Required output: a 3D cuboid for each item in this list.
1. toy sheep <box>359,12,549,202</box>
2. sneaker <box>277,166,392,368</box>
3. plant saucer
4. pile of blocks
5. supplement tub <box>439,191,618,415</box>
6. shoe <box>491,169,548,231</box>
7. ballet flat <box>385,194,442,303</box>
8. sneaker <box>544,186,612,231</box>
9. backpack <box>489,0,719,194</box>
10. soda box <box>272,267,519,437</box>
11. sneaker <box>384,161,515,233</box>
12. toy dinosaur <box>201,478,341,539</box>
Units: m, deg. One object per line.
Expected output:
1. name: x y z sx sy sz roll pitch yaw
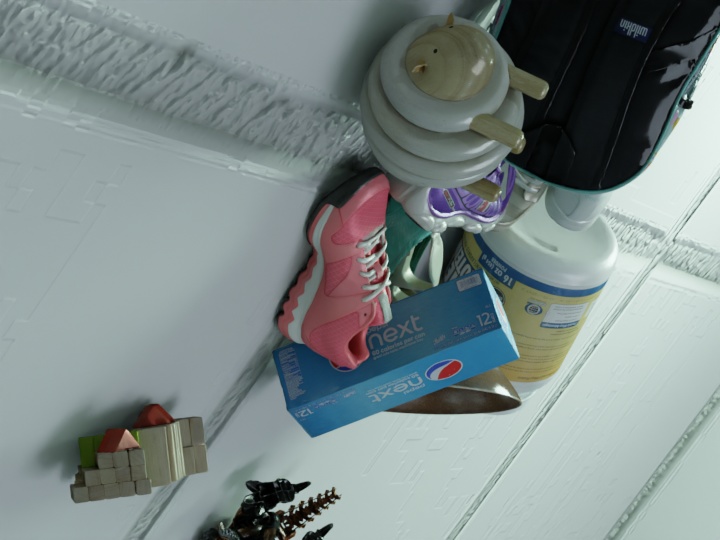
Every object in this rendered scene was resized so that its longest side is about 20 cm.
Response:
1. toy sheep: 0.063 -0.121 1.552 0.138 0.138 0.200 -41 166 -26
2. sneaker: 0.000 0.000 1.691 0.074 0.087 0.200 -34 154 -42
3. plant saucer: 0.051 0.105 1.900 0.200 0.200 0.035 36 56 -71
4. pile of blocks: -0.180 0.139 1.605 0.200 0.082 0.062 -3 86 -77
5. supplement tub: 0.148 0.027 1.984 0.145 0.145 0.200 -28 150 -49
6. shoe: 0.155 -0.123 1.831 0.053 0.070 0.200 -104 -142 -71
7. ballet flat: 0.031 0.010 1.802 0.067 0.070 0.200 -36 156 -40
8. sneaker: 0.227 -0.136 1.861 0.089 0.075 0.201 129 -23 -62
9. backpack: 0.183 -0.163 1.648 0.153 0.175 0.200 -21 134 -87
10. soda box: 0.030 0.073 1.773 0.199 0.064 0.068 -21 149 8
11. sneaker: 0.097 -0.080 1.732 0.083 0.081 0.200 -40 173 22
12. toy dinosaur: -0.100 0.253 1.950 0.136 0.102 0.200 -37 -166 53
